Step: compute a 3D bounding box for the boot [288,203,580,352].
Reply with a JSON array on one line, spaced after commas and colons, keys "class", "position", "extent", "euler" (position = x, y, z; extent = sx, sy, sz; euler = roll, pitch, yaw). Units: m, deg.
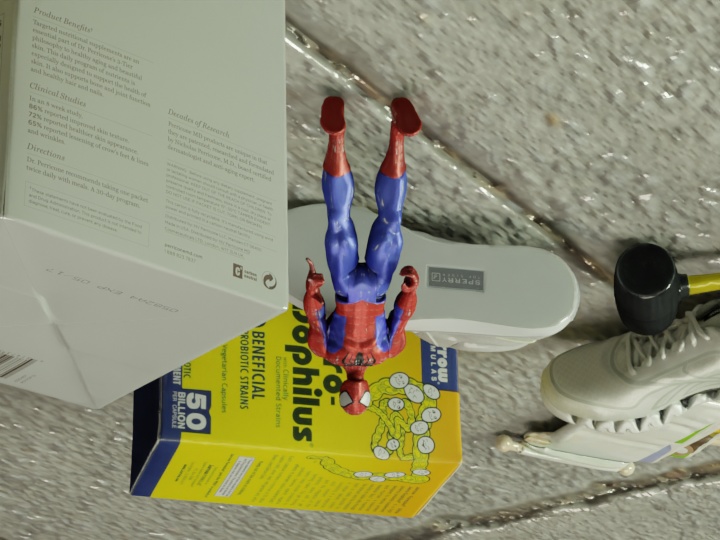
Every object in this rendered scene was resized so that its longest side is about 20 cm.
[{"class": "boot", "position": [0.027, 0.015, 1.364], "extent": [0.198, 0.074, 0.096], "euler": [12, 161, -10]}]

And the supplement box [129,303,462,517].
[{"class": "supplement box", "position": [-0.044, 0.086, 1.466], "extent": [0.198, 0.110, 0.110], "euler": [6, 154, -15]}]

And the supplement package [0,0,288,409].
[{"class": "supplement package", "position": [-0.136, -0.067, 1.027], "extent": [0.151, 0.201, 0.150], "euler": [20, 148, -37]}]

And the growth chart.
[{"class": "growth chart", "position": [0.213, 0.113, 1.639], "extent": [0.144, 0.018, 0.200], "euler": [15, 150, -32]}]

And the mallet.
[{"class": "mallet", "position": [0.254, 0.006, 1.397], "extent": [0.198, 0.041, 0.066], "euler": [-4, 155, -2]}]

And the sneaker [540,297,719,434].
[{"class": "sneaker", "position": [0.213, 0.054, 1.467], "extent": [0.198, 0.076, 0.081], "euler": [-8, 140, 10]}]

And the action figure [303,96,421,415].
[{"class": "action figure", "position": [0.000, 0.000, 1.255], "extent": [0.065, 0.052, 0.201], "euler": [-3, 128, -7]}]
